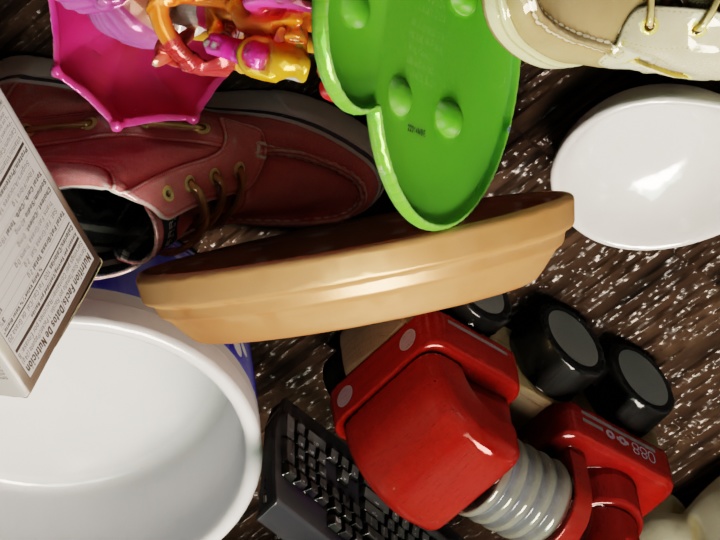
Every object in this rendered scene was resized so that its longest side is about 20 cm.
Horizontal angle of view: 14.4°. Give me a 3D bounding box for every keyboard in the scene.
[{"bbox_3d":[0.019,0.156,1.395,0.021,0.127,0.200,-26,131,31],"label":"keyboard"}]

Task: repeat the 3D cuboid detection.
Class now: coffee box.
[{"bbox_3d":[-0.202,-0.043,1.153,0.113,0.080,0.200,4,141,28],"label":"coffee box"}]

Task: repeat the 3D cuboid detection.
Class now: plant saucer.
[{"bbox_3d":[0.000,0.000,1.275,0.200,0.200,0.038,-11,95,3],"label":"plant saucer"}]

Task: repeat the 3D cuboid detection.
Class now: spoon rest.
[{"bbox_3d":[0.184,-0.063,1.319,0.200,0.061,0.099,-21,133,12],"label":"spoon rest"}]

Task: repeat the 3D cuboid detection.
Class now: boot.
[{"bbox_3d":[0.157,-0.115,1.175,0.154,0.072,0.200,3,178,39],"label":"boot"}]

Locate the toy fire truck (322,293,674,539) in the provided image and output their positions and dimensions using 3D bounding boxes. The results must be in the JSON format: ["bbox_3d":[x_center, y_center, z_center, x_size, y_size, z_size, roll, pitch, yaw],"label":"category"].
[{"bbox_3d":[0.067,0.121,1.382,0.176,0.200,0.129,29,123,-31],"label":"toy fire truck"}]

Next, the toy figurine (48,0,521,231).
[{"bbox_3d":[-0.053,-0.101,1.178,0.184,0.151,0.200,5,177,24],"label":"toy figurine"}]

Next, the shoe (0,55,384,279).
[{"bbox_3d":[-0.081,-0.035,1.289,0.200,0.091,0.072,10,132,-17],"label":"shoe"}]

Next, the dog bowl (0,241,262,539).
[{"bbox_3d":[-0.149,0.068,1.388,0.199,0.079,0.200,-4,134,-4],"label":"dog bowl"}]

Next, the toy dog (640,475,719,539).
[{"bbox_3d":[0.217,0.210,1.488,0.139,0.200,0.194,33,122,-33],"label":"toy dog"}]
